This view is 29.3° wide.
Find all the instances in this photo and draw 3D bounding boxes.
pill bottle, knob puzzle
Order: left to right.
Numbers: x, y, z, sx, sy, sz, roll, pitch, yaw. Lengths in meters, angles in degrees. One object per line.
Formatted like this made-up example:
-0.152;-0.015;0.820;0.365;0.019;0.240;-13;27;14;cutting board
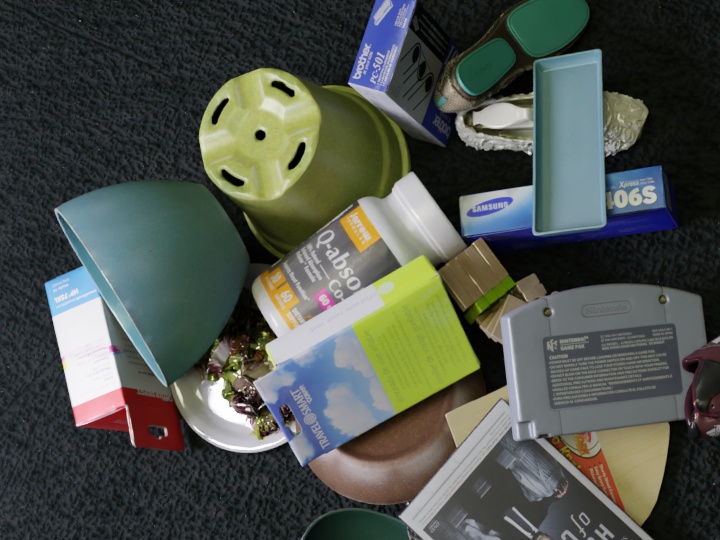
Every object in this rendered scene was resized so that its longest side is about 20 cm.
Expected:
0.000;0.000;1.357;0.199;0.116;0.117;-37;70;4;pill bottle
0.203;0.184;1.324;0.216;0.030;0.223;0;85;3;knob puzzle

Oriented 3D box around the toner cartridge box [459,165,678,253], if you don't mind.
0.203;-0.057;1.340;0.197;0.095;0.044;-8;77;18;toner cartridge box

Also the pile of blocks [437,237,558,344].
0.160;0.050;1.332;0.198;0.062;0.083;29;70;2;pile of blocks

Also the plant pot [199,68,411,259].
-0.069;-0.116;1.402;0.198;0.184;0.203;-3;79;19;plant pot

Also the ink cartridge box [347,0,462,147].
0.054;-0.196;1.362;0.044;0.200;0.095;18;87;22;ink cartridge box

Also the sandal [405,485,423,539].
0.073;0.214;1.364;0.074;0.045;0.202;-15;57;1;sandal

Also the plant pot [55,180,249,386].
-0.187;-0.008;1.343;0.134;0.201;0.201;-33;69;-12;plant pot

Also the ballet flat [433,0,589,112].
0.145;-0.219;1.389;0.199;0.075;0.068;-37;93;-27;ballet flat

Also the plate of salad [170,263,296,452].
-0.121;0.091;1.459;0.197;0.048;0.203;-4;79;19;plate of salad

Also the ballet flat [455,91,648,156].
0.186;-0.148;1.378;0.197;0.072;0.073;-1;80;19;ballet flat

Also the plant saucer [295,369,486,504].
0.026;0.131;1.371;0.197;0.037;0.203;-6;62;12;plant saucer

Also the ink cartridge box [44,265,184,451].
-0.260;0.103;1.470;0.067;0.116;0.202;-21;73;17;ink cartridge box

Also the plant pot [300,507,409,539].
0.002;0.348;1.306;0.200;0.199;0.136;44;121;21;plant pot

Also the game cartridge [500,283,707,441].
0.229;0.081;1.281;0.197;0.042;0.135;-5;82;-13;game cartridge

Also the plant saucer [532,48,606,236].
0.199;-0.121;1.306;0.069;0.019;0.202;-7;60;19;plant saucer

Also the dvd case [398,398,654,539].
0.157;0.244;1.292;0.200;0.025;0.151;42;86;6;dvd case

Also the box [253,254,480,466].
0.004;0.087;1.308;0.198;0.123;0.048;-29;33;-2;box

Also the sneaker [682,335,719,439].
0.357;0.148;1.238;0.114;0.076;0.201;-22;61;-15;sneaker
